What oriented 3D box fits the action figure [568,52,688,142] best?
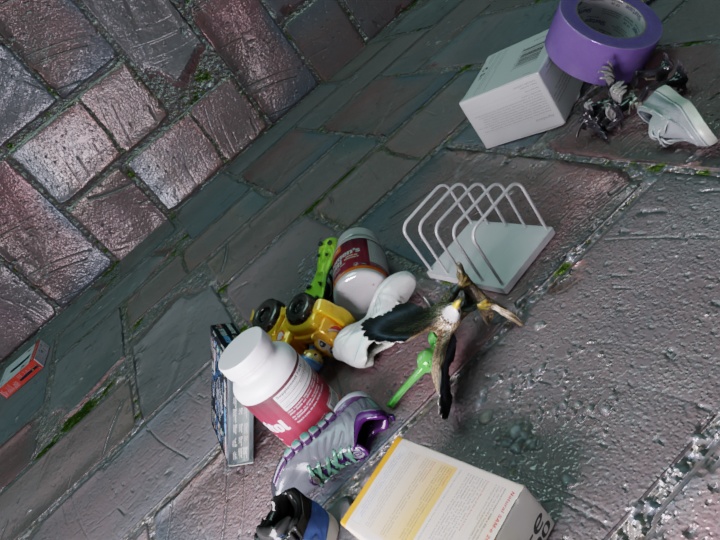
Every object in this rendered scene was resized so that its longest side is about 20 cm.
[{"bbox_3d":[0.460,-0.314,1.077,0.200,0.102,0.119,-28,39,19],"label":"action figure"}]

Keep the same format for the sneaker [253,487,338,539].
[{"bbox_3d":[-0.088,0.356,0.716,0.077,0.111,0.200,-25,30,27],"label":"sneaker"}]

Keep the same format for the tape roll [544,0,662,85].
[{"bbox_3d":[0.469,-0.457,1.177,0.199,0.085,0.201,3,55,-4],"label":"tape roll"}]

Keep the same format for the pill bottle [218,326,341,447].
[{"bbox_3d":[-0.121,0.184,0.933,0.113,0.200,0.113,-31,27,17],"label":"pill bottle"}]

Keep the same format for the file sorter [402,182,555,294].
[{"bbox_3d":[0.187,-0.066,1.014,0.139,0.125,0.200,-47,26,-17],"label":"file sorter"}]

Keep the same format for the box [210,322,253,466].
[{"bbox_3d":[-0.226,0.210,1.055,0.046,0.201,0.159,-3,14,-24],"label":"box"}]

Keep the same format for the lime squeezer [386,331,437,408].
[{"bbox_3d":[0.107,0.125,0.931,0.200,0.038,0.071,-59,1,-33],"label":"lime squeezer"}]

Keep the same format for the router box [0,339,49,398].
[{"bbox_3d":[-1.309,0.380,2.356,0.179,0.049,0.200,-42,26,-5],"label":"router box"}]

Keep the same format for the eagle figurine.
[{"bbox_3d":[0.105,0.084,0.837,0.151,0.151,0.200,23,58,39],"label":"eagle figurine"}]

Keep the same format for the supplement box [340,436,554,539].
[{"bbox_3d":[0.088,0.274,0.658,0.126,0.074,0.200,-51,28,-22],"label":"supplement box"}]

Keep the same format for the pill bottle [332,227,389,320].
[{"bbox_3d":[0.000,0.000,1.171,0.109,0.110,0.200,-32,27,14],"label":"pill bottle"}]

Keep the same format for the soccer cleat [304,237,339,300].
[{"bbox_3d":[-0.071,0.029,1.274,0.067,0.081,0.201,3,69,43],"label":"soccer cleat"}]

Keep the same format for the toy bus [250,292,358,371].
[{"bbox_3d":[-0.117,0.153,1.075,0.199,0.136,0.193,-14,49,39],"label":"toy bus"}]

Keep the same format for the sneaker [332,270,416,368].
[{"bbox_3d":[0.042,0.088,1.039,0.080,0.070,0.200,22,67,44],"label":"sneaker"}]

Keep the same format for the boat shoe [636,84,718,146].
[{"bbox_3d":[0.490,-0.229,0.951,0.071,0.070,0.201,-40,20,25],"label":"boat shoe"}]

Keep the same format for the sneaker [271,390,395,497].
[{"bbox_3d":[-0.040,0.259,0.857,0.200,0.074,0.087,-47,32,-17],"label":"sneaker"}]

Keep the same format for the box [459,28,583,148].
[{"bbox_3d":[0.353,-0.394,1.307,0.200,0.131,0.199,-10,38,46],"label":"box"}]

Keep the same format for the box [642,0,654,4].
[{"bbox_3d":[0.619,-0.665,1.383,0.200,0.137,0.038,-33,25,14],"label":"box"}]
